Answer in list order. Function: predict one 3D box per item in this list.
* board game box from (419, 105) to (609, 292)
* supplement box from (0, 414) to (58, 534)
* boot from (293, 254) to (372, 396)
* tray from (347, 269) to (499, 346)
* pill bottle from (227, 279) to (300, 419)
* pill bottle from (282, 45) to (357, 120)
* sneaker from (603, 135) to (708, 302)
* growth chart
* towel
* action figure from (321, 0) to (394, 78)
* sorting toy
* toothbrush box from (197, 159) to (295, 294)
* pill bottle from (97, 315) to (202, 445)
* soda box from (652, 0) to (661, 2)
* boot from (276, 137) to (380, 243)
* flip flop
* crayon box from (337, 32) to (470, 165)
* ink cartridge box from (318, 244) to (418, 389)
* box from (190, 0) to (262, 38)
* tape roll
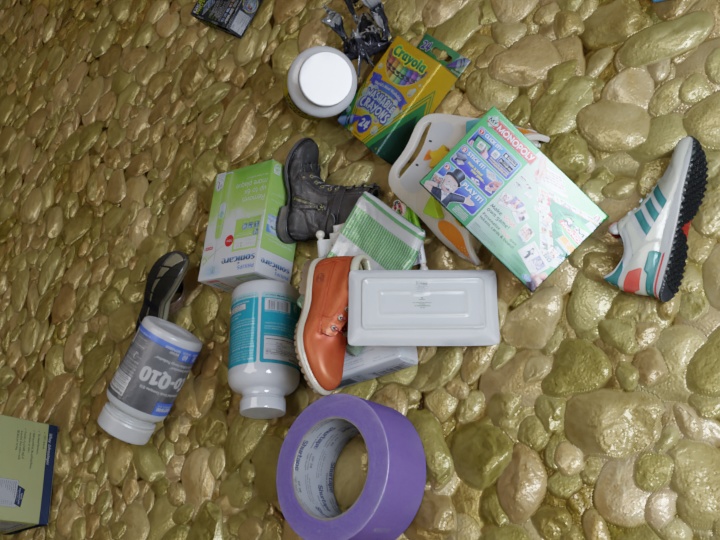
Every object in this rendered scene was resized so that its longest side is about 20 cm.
[{"bbox_3d":[0.192,-0.089,1.111,0.200,0.029,0.135,45,94,4],"label":"board game box"},{"bbox_3d":[-0.710,0.387,1.684,0.134,0.200,0.200,-22,58,34],"label":"supplement box"},{"bbox_3d":[-0.030,0.071,1.216,0.107,0.075,0.200,-11,68,31],"label":"boot"},{"bbox_3d":[0.083,0.046,1.169,0.200,0.022,0.108,0,67,2],"label":"tray"},{"bbox_3d":[-0.148,0.123,1.361,0.111,0.111,0.200,-19,60,35],"label":"pill bottle"},{"bbox_3d":[-0.065,-0.299,1.410,0.111,0.111,0.200,-62,10,2],"label":"pill bottle"},{"bbox_3d":[0.340,-0.066,1.034,0.093,0.070,0.200,10,82,38],"label":"sneaker"},{"bbox_3d":[0.014,-0.021,1.319,0.200,0.018,0.145,-20,78,30],"label":"growth chart"},{"bbox_3d":[0.000,0.000,1.273,0.153,0.023,0.200,38,99,41],"label":"towel"},{"bbox_3d":[-0.005,-0.426,1.482,0.119,0.102,0.200,-16,60,24],"label":"action figure"},{"bbox_3d":[0.126,-0.141,1.224,0.180,0.107,0.200,31,93,39],"label":"sorting toy"},{"bbox_3d":[-0.183,-0.071,1.496,0.145,0.086,0.200,-8,68,40],"label":"toothbrush box"},{"bbox_3d":[-0.366,0.190,1.525,0.114,0.114,0.200,29,92,45],"label":"pill bottle"},{"bbox_3d":[0.446,-0.391,1.084,0.200,0.068,0.064,1,72,42],"label":"soda box"},{"bbox_3d":[-0.042,-0.124,1.417,0.174,0.069,0.200,-1,75,36],"label":"boot"},{"bbox_3d":[-0.356,0.055,1.621,0.081,0.058,0.200,32,109,40],"label":"flip flop"},{"bbox_3d":[0.065,-0.281,1.390,0.200,0.052,0.126,-53,46,10],"label":"crayon box"},{"bbox_3d":[-0.001,0.061,1.298,0.162,0.057,0.200,-22,56,33],"label":"ink cartridge box"},{"bbox_3d":[-0.251,-0.589,1.812,0.160,0.044,0.200,32,94,45],"label":"box"},{"bbox_3d":[-0.015,0.273,1.195,0.200,0.085,0.200,-19,59,36],"label":"tape roll"}]
